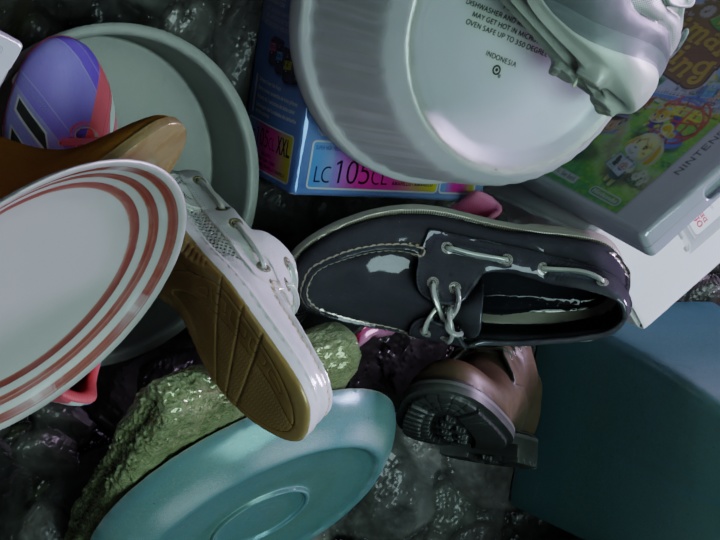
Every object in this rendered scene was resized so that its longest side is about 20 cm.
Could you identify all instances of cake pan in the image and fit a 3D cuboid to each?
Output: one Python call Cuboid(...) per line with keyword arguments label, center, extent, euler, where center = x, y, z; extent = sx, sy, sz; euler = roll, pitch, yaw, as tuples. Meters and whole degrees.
Cuboid(label="cake pan", center=(-0.153, -0.045, 1.593), extent=(0.200, 0.037, 0.201), euler=(-10, 111, -28))

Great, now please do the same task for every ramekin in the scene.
Cuboid(label="ramekin", center=(0.068, -0.138, 1.571), extent=(0.202, 0.094, 0.203), euler=(-10, 110, -28))

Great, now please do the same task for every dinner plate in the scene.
Cuboid(label="dinner plate", center=(-0.175, 0.014, 1.427), extent=(0.200, 0.024, 0.200), euler=(-34, 153, -20))

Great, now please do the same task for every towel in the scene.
Cuboid(label="towel", center=(-0.089, 0.103, 1.621), extent=(0.148, 0.037, 0.200), euler=(-16, 154, -32))

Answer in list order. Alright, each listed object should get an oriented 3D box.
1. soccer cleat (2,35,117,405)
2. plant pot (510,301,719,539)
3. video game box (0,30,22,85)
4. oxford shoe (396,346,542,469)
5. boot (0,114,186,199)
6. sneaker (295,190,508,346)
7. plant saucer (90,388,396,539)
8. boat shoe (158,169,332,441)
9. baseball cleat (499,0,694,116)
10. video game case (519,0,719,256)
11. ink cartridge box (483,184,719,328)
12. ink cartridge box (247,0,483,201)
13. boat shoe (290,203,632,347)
Cuboid(label="soccer cleat", center=(-0.157, -0.025, 1.528), extent=(0.067, 0.076, 0.200), euler=(-2, 108, -30))
Cuboid(label="plant pot", center=(0.216, 0.116, 1.773), extent=(0.141, 0.200, 0.142), euler=(1, 106, -31))
Cuboid(label="video game box", center=(-0.284, -0.072, 1.406), extent=(0.047, 0.200, 0.182), euler=(24, 93, -53))
Cuboid(label="oxford shoe", center=(0.068, 0.069, 1.710), extent=(0.200, 0.073, 0.085), euler=(39, 60, -76))
Cuboid(label="boot", center=(-0.202, -0.059, 1.479), extent=(0.201, 0.144, 0.071), euler=(-38, 156, 7))
Cuboid(label="sneaker", center=(0.000, 0.000, 1.646), extent=(0.200, 0.079, 0.095), euler=(-14, 140, -10))
Cuboid(label="plant saucer", center=(-0.063, 0.135, 1.640), extent=(0.200, 0.027, 0.200), euler=(-25, 158, -11))
Cuboid(label="boat shoe", center=(-0.062, 0.008, 1.530), extent=(0.069, 0.200, 0.071), euler=(-16, 142, -32))
Cuboid(label="baseball cleat", center=(0.109, -0.172, 1.498), extent=(0.107, 0.070, 0.200), euler=(-54, 133, -14))
Cuboid(label="video game case", center=(0.173, -0.105, 1.672), extent=(0.182, 0.200, 0.022), euler=(-40, 128, -14))
Cuboid(label="ink cartridge box", center=(0.187, -0.071, 1.725), extent=(0.200, 0.146, 0.083), euler=(-40, 120, -13))
Cuboid(label="ink cartridge box", center=(0.015, -0.146, 1.640), extent=(0.136, 0.076, 0.200), euler=(1, 104, -31))
Cuboid(label="boat shoe", center=(0.058, 0.009, 1.593), extent=(0.200, 0.063, 0.073), euler=(1, 119, -11))
